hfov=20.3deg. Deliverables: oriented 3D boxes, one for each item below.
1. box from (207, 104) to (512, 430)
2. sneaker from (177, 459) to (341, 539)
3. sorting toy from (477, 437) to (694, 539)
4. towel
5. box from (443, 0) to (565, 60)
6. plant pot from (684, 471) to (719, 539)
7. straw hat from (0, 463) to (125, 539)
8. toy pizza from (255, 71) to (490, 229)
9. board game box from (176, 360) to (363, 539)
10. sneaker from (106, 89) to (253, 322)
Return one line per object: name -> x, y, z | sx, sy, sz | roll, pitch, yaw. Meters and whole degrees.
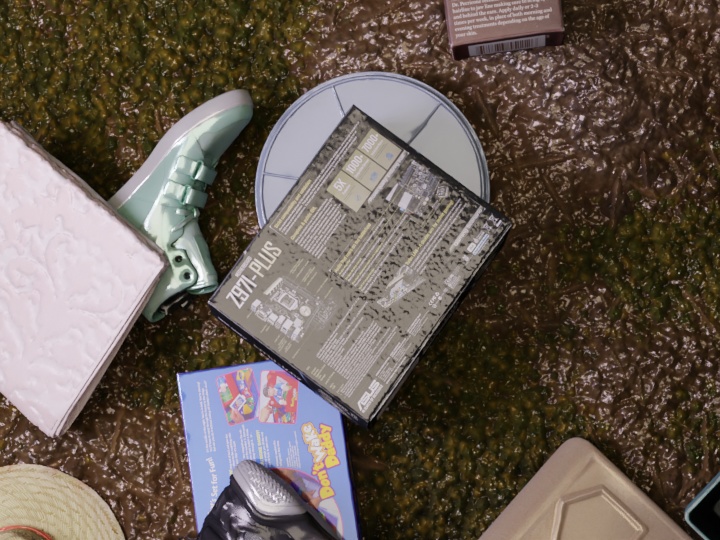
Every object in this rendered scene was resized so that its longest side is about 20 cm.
box -> 0.000, 0.000, 1.621 | 0.163, 0.086, 0.201 | 35, 83, 5
sneaker -> -0.056, 0.255, 1.604 | 0.114, 0.075, 0.200 | -46, 78, 0
sorting toy -> 0.188, 0.267, 1.636 | 0.200, 0.037, 0.185 | 42, 78, 8
towel -> -0.275, 0.006, 1.677 | 0.200, 0.032, 0.192 | 40, 107, 14
box -> 0.110, -0.285, 1.684 | 0.099, 0.075, 0.202 | -7, 86, 4
plant pot -> 0.339, 0.186, 1.559 | 0.141, 0.200, 0.141 | 44, 89, 6
straw hat -> -0.291, 0.262, 1.659 | 0.199, 0.085, 0.203 | 0, 85, 5
toy pizza -> 0.010, -0.066, 1.692 | 0.198, 0.032, 0.203 | 0, 86, 4
board game box -> -0.072, 0.176, 1.670 | 0.133, 0.045, 0.202 | -8, 85, 3
sneaker -> -0.135, -0.049, 1.679 | 0.118, 0.074, 0.201 | 46, 99, 13
